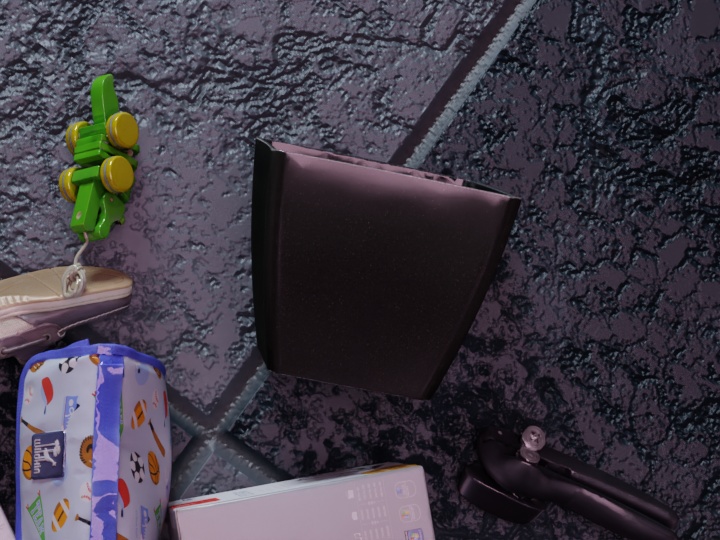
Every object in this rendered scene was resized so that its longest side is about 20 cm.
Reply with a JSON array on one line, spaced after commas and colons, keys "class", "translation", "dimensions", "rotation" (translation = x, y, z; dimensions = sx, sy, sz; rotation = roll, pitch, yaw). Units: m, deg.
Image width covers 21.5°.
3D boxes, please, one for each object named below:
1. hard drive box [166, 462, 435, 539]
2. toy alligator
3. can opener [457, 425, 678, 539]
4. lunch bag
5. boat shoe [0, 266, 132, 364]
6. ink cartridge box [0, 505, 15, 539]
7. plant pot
[{"class": "hard drive box", "translation": [-0.052, 0.210, 1.535], "dimensions": [0.199, 0.156, 0.077], "rotation": [-10, 87, -11]}, {"class": "toy alligator", "translation": [-0.212, -0.064, 1.573], "dimensions": [0.054, 0.059, 0.201], "rotation": [28, 59, -48]}, {"class": "can opener", "translation": [0.185, 0.188, 1.632], "dimensions": [0.199, 0.079, 0.064], "rotation": [19, 44, -10]}, {"class": "lunch bag", "translation": [-0.207, 0.152, 1.482], "dimensions": [0.123, 0.200, 0.171], "rotation": [2, 78, -9]}, {"class": "boat shoe", "translation": [-0.282, 0.045, 1.558], "dimensions": [0.199, 0.072, 0.065], "rotation": [-14, 112, -22]}, {"class": "ink cartridge box", "translation": [-0.335, 0.216, 1.549], "dimensions": [0.094, 0.037, 0.201], "rotation": [-25, 92, -10]}, {"class": "plant pot", "translation": [0.000, 0.000, 1.550], "dimensions": [0.199, 0.200, 0.178], "rotation": [12, 95, -8]}]
